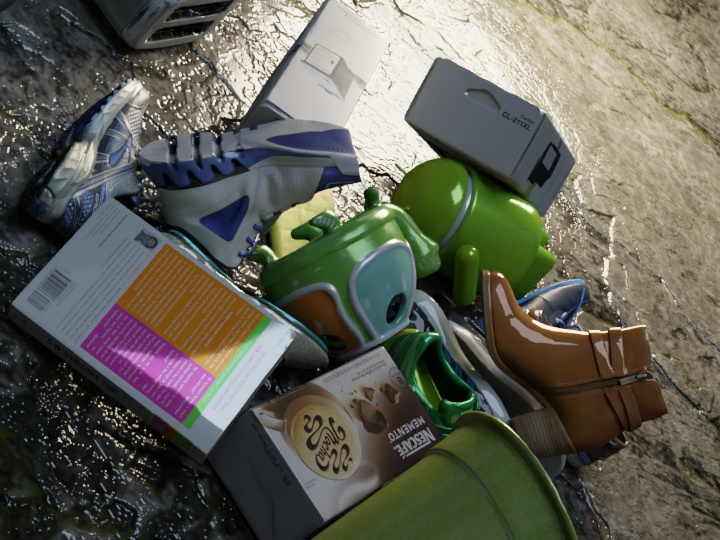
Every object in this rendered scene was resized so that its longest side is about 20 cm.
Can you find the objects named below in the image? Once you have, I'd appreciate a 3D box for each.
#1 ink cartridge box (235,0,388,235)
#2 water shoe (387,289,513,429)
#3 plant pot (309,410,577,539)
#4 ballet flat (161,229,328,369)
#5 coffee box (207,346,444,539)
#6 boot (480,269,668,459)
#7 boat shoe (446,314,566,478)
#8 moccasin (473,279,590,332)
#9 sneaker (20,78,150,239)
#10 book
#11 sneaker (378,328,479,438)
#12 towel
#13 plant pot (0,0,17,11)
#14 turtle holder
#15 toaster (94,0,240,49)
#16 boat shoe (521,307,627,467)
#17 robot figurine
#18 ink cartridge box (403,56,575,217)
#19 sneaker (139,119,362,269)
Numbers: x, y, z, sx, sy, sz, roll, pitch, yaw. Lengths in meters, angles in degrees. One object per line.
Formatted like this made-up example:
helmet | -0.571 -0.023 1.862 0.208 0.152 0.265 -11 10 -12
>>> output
ink cartridge box | -0.065 -0.155 1.513 0.085 0.147 0.201 34 42 -10
water shoe | 0.076 0.118 1.515 0.078 0.072 0.201 -28 80 -26
plant pot | 0.053 0.245 1.235 0.188 0.200 0.202 -23 72 -23
ballet flat | -0.120 0.044 1.374 0.199 0.067 0.063 37 65 -11
coffee box | -0.026 0.157 1.335 0.199 0.080 0.114 -21 73 -52
boot | 0.206 0.076 1.490 0.074 0.153 0.203 -50 122 -80
boat shoe | 0.146 0.125 1.568 0.201 0.069 0.056 50 34 6
moccasin | 0.190 0.065 1.676 0.199 0.080 0.069 -21 80 -42
sneaker | -0.232 -0.093 1.370 0.085 0.077 0.201 46 41 -20
book | -0.171 0.047 1.253 0.199 0.048 0.134 38 58 2
sneaker | 0.073 0.151 1.426 0.074 0.083 0.202 -20 89 -42
towel | -0.063 -0.058 1.559 0.085 0.018 0.202 17 46 -30
plant pot | -0.380 -0.300 1.304 0.201 0.199 0.187 58 21 14
turtle holder | -0.010 0.005 1.450 0.133 0.140 0.185 62 19 -2
toaster | -0.207 -0.308 1.553 0.130 0.113 0.199 57 34 8
boat shoe | 0.224 0.115 1.592 0.201 0.072 0.073 61 24 -29
robot figurine | 0.117 -0.047 1.654 0.199 0.116 0.177 29 33 -26
ink cartridge box | 0.147 -0.147 1.702 0.145 0.083 0.200 31 0 20
sneaker | -0.096 -0.067 1.382 0.196 0.117 0.081 -5 28 0
